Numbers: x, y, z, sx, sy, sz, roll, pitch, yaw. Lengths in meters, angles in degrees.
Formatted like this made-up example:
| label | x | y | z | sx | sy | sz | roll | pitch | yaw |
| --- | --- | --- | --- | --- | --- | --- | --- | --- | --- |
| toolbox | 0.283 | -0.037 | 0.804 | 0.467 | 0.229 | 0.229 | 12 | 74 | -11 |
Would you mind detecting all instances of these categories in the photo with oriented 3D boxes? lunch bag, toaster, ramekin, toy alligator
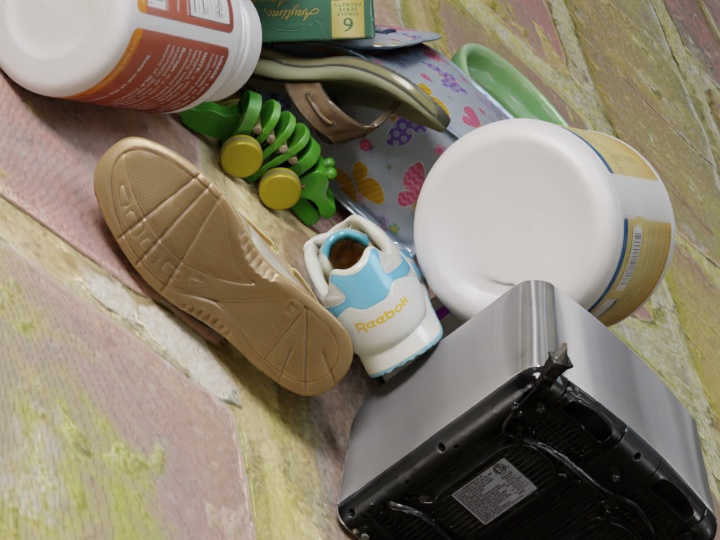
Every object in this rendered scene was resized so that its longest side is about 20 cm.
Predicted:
| label | x | y | z | sx | sy | sz | roll | pitch | yaw |
| --- | --- | --- | --- | --- | --- | --- | --- | --- | --- |
| lunch bag | 0.022 | -0.122 | 1.801 | 0.200 | 0.127 | 0.169 | 42 | 18 | 9 |
| toaster | 0.109 | 0.123 | 1.450 | 0.181 | 0.200 | 0.119 | 41 | 27 | -23 |
| ramekin | 0.117 | -0.084 | 1.971 | 0.200 | 0.098 | 0.200 | 43 | 21 | -21 |
| toy alligator | -0.045 | -0.074 | 1.669 | 0.200 | 0.054 | 0.059 | 39 | 23 | -28 |

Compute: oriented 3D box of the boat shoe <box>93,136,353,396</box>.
| label | x | y | z | sx | sy | sz | roll | pitch | yaw |
| --- | --- | --- | --- | --- | --- | --- | --- | --- | --- |
| boat shoe | -0.089 | -0.001 | 1.446 | 0.200 | 0.074 | 0.069 | 47 | -3 | -9 |

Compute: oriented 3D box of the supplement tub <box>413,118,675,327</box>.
| label | x | y | z | sx | sy | sz | roll | pitch | yaw |
| --- | --- | --- | --- | --- | --- | --- | --- | --- | --- |
| supplement tub | 0.134 | -0.027 | 1.609 | 0.145 | 0.144 | 0.200 | 55 | 18 | 14 |

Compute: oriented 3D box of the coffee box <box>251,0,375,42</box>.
| label | x | y | z | sx | sy | sz | roll | pitch | yaw |
| --- | --- | --- | --- | --- | --- | --- | --- | --- | --- |
| coffee box | -0.049 | -0.200 | 1.737 | 0.200 | 0.122 | 0.044 | -83 | 172 | -79 |

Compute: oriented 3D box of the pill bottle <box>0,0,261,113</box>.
| label | x | y | z | sx | sy | sz | roll | pitch | yaw |
| --- | --- | --- | --- | --- | --- | --- | --- | --- | --- |
| pill bottle | -0.148 | -0.161 | 1.521 | 0.112 | 0.112 | 0.200 | 57 | 20 | 17 |

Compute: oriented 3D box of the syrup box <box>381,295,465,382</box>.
| label | x | y | z | sx | sy | sz | roll | pitch | yaw |
| --- | --- | --- | --- | --- | --- | --- | --- | --- | --- |
| syrup box | 0.100 | 0.112 | 1.618 | 0.200 | 0.081 | 0.079 | 56 | 17 | 11 |

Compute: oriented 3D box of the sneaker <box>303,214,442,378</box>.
| label | x | y | z | sx | sy | sz | roll | pitch | yaw |
| --- | --- | --- | --- | --- | --- | --- | --- | --- | --- |
| sneaker | 0.000 | 0.000 | 1.538 | 0.081 | 0.076 | 0.200 | 60 | -4 | -18 |

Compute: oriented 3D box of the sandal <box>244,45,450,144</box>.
| label | x | y | z | sx | sy | sz | roll | pitch | yaw |
| --- | --- | --- | --- | --- | --- | --- | --- | --- | --- |
| sandal | -0.028 | -0.121 | 1.684 | 0.200 | 0.058 | 0.080 | 11 | -11 | 21 |
